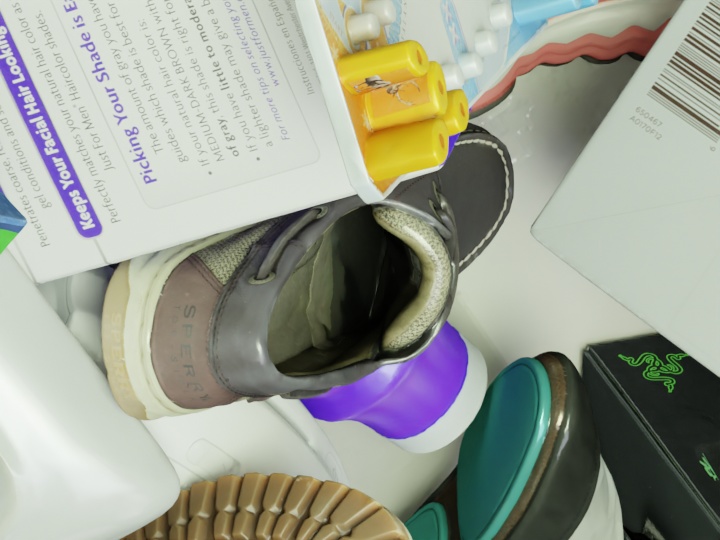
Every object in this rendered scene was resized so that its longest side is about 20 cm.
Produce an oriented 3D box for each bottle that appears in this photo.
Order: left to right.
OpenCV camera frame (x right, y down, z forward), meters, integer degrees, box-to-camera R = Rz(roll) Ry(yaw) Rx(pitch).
[{"bbox_3d":[-0.031,-0.001,0.962,0.084,0.065,0.200,-49,131,4],"label":"bottle"}]

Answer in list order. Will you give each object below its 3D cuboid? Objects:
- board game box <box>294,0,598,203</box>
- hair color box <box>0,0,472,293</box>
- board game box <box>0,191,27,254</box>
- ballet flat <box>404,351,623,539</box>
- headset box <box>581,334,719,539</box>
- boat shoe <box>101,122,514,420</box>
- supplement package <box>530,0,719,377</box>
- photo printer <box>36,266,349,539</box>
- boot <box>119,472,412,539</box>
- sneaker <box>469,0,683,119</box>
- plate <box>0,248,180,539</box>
[{"bbox_3d":[0.010,-0.142,0.761,0.026,0.200,0.201,-11,104,21],"label":"board game box"},{"bbox_3d":[-0.077,-0.063,0.818,0.199,0.065,0.110,-15,112,21],"label":"hair color box"},{"bbox_3d":[-0.198,-0.030,0.771,0.136,0.200,0.034,-50,157,13],"label":"board game box"},{"bbox_3d":[0.055,0.096,1.049,0.068,0.068,0.200,12,142,-19],"label":"ballet flat"},{"bbox_3d":[0.191,0.099,1.076,0.199,0.174,0.093,-9,127,-20],"label":"headset box"},{"bbox_3d":[0.000,0.000,0.879,0.200,0.064,0.072,-25,117,-53],"label":"boat shoe"},{"bbox_3d":[0.179,-0.021,0.933,0.152,0.150,0.200,-55,161,6],"label":"supplement package"},{"bbox_3d":[-0.113,0.078,0.933,0.199,0.070,0.166,-28,135,24],"label":"photo printer"},{"bbox_3d":[-0.044,0.128,0.897,0.199,0.075,0.107,-25,141,33],"label":"boot"},{"bbox_3d":[0.046,-0.109,0.933,0.199,0.074,0.087,-17,119,-24],"label":"sneaker"},{"bbox_3d":[-0.186,0.040,0.841,0.199,0.032,0.200,-29,109,22],"label":"plate"}]
